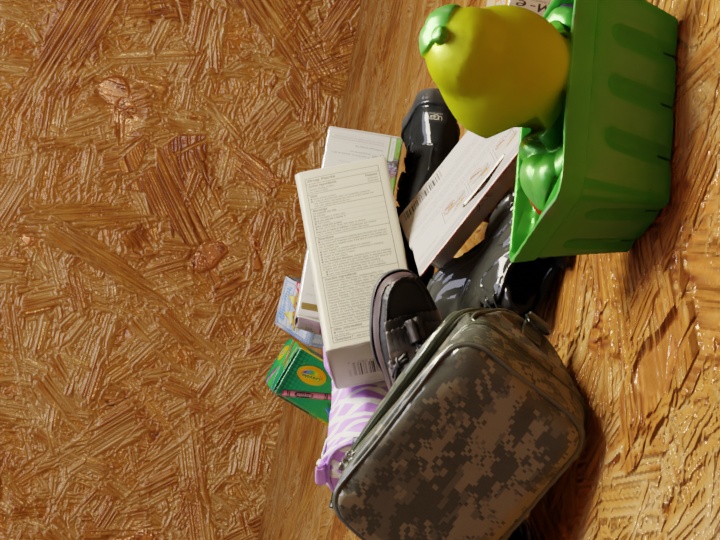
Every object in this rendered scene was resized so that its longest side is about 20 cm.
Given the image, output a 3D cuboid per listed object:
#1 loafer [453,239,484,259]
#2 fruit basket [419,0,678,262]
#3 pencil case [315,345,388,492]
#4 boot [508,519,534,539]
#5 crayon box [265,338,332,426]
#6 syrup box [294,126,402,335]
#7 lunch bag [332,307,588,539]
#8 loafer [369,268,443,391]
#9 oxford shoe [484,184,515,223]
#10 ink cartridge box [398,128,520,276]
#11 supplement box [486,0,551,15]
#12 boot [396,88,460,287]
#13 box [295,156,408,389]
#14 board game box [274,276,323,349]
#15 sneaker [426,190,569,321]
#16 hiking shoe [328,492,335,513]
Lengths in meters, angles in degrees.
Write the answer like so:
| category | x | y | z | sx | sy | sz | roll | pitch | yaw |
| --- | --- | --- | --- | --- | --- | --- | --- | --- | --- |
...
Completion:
| category | x | y | z | sx | sy | sz | roll | pitch | yaw |
| --- | --- | --- | --- | --- | --- | --- | --- | --- | --- |
| loafer | 0.110 | 0.013 | 1.640 | 0.201 | 0.070 | 0.069 | 118 | 161 | -66 |
| fruit basket | 0.128 | -0.125 | 1.231 | 0.156 | 0.213 | 0.218 | 117 | 162 | -64 |
| pencil case | 0.002 | 0.139 | 1.587 | 0.201 | 0.084 | 0.085 | -86 | -11 | -60 |
| boot | 0.110 | 0.224 | 1.409 | 0.091 | 0.072 | 0.201 | -60 | 18 | 26 |
| crayon box | 0.000 | 0.148 | 1.769 | 0.059 | 0.199 | 0.119 | -59 | 7 | -2 |
| syrup box | -0.013 | -0.036 | 1.698 | 0.079 | 0.081 | 0.202 | 103 | 175 | -79 |
| lunch bag | 0.080 | 0.134 | 1.323 | 0.201 | 0.139 | 0.168 | -53 | 0 | 16 |
| loafer | 0.056 | 0.099 | 1.453 | 0.063 | 0.071 | 0.202 | -160 | 60 | -68 |
| oxford shoe | 0.127 | -0.089 | 1.678 | 0.200 | 0.070 | 0.073 | -117 | 42 | -79 |
| ink cartridge box | 0.119 | -0.087 | 1.525 | 0.201 | 0.045 | 0.176 | -51 | 16 | 13 |
| supplement box | 0.180 | -0.332 | 1.613 | 0.126 | 0.073 | 0.202 | -175 | 95 | -83 |
| boot | 0.065 | -0.068 | 1.756 | 0.165 | 0.065 | 0.202 | 80 | -165 | -74 |
| box | 0.000 | 0.000 | 1.575 | 0.078 | 0.094 | 0.202 | 78 | -177 | -58 |
| board game box | 0.008 | 0.068 | 1.832 | 0.200 | 0.198 | 0.062 | -105 | 28 | -74 |
| sneaker | 0.117 | 0.020 | 1.475 | 0.201 | 0.075 | 0.091 | -57 | 27 | 34 |
| hiking shoe | 0.018 | 0.265 | 1.849 | 0.200 | 0.100 | 0.077 | 123 | 157 | -70 |
